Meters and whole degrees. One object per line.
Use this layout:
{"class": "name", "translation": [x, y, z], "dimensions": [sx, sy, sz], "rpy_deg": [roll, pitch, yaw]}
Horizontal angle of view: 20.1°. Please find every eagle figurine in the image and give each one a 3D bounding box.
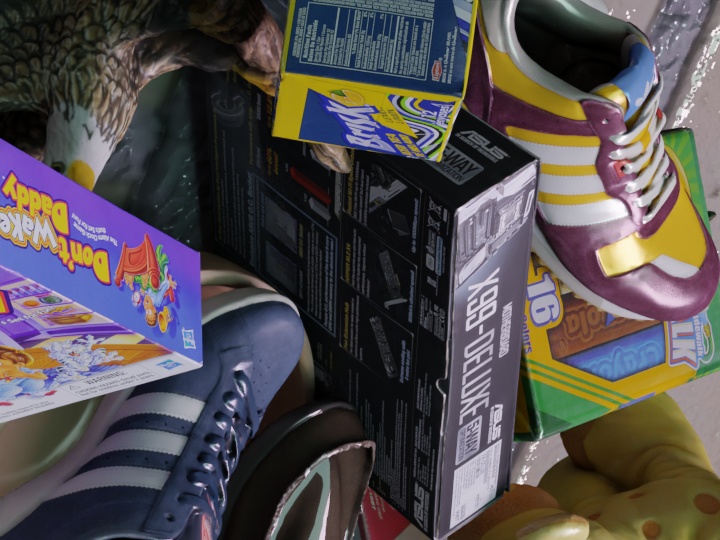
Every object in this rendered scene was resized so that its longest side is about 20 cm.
{"class": "eagle figurine", "translation": [-0.123, -0.065, 0.749], "dimensions": [0.151, 0.199, 0.153], "rpy_deg": [-70, 142, -72]}

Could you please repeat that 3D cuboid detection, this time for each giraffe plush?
{"class": "giraffe plush", "translation": [0.111, 0.152, 0.992], "dimensions": [0.161, 0.200, 0.174], "rpy_deg": [-8, 99, -32]}

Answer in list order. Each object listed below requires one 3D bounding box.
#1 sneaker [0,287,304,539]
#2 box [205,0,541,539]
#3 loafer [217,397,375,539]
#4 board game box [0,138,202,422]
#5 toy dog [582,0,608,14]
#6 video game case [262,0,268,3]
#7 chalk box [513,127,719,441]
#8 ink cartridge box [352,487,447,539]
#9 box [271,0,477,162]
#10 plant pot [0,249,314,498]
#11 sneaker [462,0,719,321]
{"class": "sneaker", "translation": [-0.073, 0.090, 0.783], "dimensions": [0.200, 0.084, 0.075], "rpy_deg": [-47, 142, -26]}
{"class": "box", "translation": [0.000, 0.000, 0.888], "dimensions": [0.050, 0.157, 0.201], "rpy_deg": [-31, 141, -30]}
{"class": "loafer", "translation": [-0.030, 0.151, 0.899], "dimensions": [0.073, 0.071, 0.201], "rpy_deg": [-7, 121, -49]}
{"class": "board game box", "translation": [-0.174, 0.017, 0.702], "dimensions": [0.134, 0.199, 0.045], "rpy_deg": [32, 48, -53]}
{"class": "toy dog", "translation": [0.082, -0.147, 0.943], "dimensions": [0.199, 0.096, 0.133], "rpy_deg": [1, 115, -49]}
{"class": "video game case", "translation": [-0.092, -0.165, 0.799], "dimensions": [0.199, 0.018, 0.144], "rpy_deg": [7, 109, -50]}
{"class": "chalk box", "translation": [0.098, 0.003, 1.014], "dimensions": [0.199, 0.124, 0.125], "rpy_deg": [-14, 95, -42]}
{"class": "ink cartridge box", "translation": [0.022, 0.177, 1.056], "dimensions": [0.083, 0.146, 0.200], "rpy_deg": [-25, 151, 22]}
{"class": "box", "translation": [0.014, -0.146, 0.712], "dimensions": [0.070, 0.064, 0.201], "rpy_deg": [108, -9, -74]}
{"class": "plant pot", "translation": [-0.121, 0.071, 0.870], "dimensions": [0.200, 0.093, 0.202], "rpy_deg": [-31, 137, -33]}
{"class": "sneaker", "translation": [0.104, -0.054, 0.883], "dimensions": [0.200, 0.090, 0.075], "rpy_deg": [42, 52, -21]}
